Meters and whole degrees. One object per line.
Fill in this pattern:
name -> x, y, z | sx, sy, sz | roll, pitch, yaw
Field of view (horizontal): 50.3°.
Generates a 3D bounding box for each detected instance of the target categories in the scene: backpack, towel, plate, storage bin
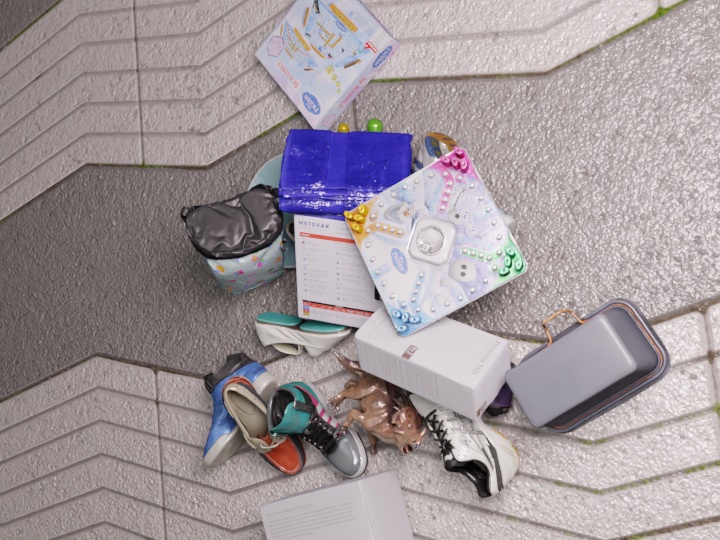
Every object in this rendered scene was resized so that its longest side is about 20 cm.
backpack -> -0.195, -0.045, 1.251 | 0.165, 0.200, 0.128 | -12, 75, -6
towel -> -0.021, -0.153, 1.150 | 0.198, 0.050, 0.149 | 2, 64, 1
plate -> -0.120, -0.105, 1.336 | 0.199, 0.026, 0.202 | -2, 86, 31
storage bin -> 0.288, 0.122, 1.020 | 0.199, 0.134, 0.146 | -37, 70, 22

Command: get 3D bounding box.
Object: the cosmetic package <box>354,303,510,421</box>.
cosmetic package -> 0.099, 0.119, 1.072 | 0.199, 0.102, 0.074 | 18, 137, 33

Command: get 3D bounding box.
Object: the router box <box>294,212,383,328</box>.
router box -> 0.000, 0.000, 1.177 | 0.198, 0.049, 0.181 | 9, 118, 17

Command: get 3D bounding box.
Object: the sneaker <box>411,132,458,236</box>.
sneaker -> 0.121, -0.110, 1.148 | 0.088, 0.075, 0.201 | 126, 149, -46

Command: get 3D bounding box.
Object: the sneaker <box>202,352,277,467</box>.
sneaker -> -0.240, 0.239, 1.350 | 0.111, 0.077, 0.201 | 36, 100, 21

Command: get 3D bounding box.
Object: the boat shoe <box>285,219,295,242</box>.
boat shoe -> -0.035, -0.027, 1.243 | 0.199, 0.062, 0.073 | 24, 101, 16

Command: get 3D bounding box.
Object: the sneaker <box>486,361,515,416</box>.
sneaker -> 0.129, 0.169, 1.146 | 0.198, 0.076, 0.088 | 8, 96, 30

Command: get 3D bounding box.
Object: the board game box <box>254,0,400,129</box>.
board game box -> -0.061, -0.378, 1.311 | 0.200, 0.041, 0.201 | -45, 67, 20

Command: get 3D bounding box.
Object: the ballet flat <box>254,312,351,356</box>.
ballet flat -> -0.094, 0.112, 1.291 | 0.199, 0.069, 0.070 | 4, 88, 35

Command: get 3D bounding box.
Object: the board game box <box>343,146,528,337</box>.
board game box -> 0.097, -0.042, 1.054 | 0.199, 0.026, 0.201 | -29, 73, 12

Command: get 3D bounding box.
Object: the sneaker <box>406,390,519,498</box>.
sneaker -> 0.136, 0.236, 1.091 | 0.200, 0.088, 0.076 | 41, 140, 8

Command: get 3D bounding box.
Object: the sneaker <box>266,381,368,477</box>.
sneaker -> -0.081, 0.251, 1.223 | 0.200, 0.120, 0.084 | 44, 108, 33

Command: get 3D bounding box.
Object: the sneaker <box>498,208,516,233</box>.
sneaker -> 0.144, -0.017, 1.154 | 0.082, 0.074, 0.200 | 43, 96, 27

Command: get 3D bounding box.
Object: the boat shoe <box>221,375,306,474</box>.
boat shoe -> -0.161, 0.263, 1.274 | 0.071, 0.063, 0.201 | -35, 97, -1

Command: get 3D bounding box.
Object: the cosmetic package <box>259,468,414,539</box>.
cosmetic package -> -0.027, 0.434, 1.188 | 0.198, 0.123, 0.202 | -21, 78, 27

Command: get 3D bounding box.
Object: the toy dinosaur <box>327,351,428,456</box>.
toy dinosaur -> 0.032, 0.202, 1.195 | 0.135, 0.086, 0.201 | -34, 67, 24

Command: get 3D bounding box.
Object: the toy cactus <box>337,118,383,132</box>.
toy cactus -> -0.005, -0.141, 1.239 | 0.164, 0.102, 0.201 | 36, 78, 3
